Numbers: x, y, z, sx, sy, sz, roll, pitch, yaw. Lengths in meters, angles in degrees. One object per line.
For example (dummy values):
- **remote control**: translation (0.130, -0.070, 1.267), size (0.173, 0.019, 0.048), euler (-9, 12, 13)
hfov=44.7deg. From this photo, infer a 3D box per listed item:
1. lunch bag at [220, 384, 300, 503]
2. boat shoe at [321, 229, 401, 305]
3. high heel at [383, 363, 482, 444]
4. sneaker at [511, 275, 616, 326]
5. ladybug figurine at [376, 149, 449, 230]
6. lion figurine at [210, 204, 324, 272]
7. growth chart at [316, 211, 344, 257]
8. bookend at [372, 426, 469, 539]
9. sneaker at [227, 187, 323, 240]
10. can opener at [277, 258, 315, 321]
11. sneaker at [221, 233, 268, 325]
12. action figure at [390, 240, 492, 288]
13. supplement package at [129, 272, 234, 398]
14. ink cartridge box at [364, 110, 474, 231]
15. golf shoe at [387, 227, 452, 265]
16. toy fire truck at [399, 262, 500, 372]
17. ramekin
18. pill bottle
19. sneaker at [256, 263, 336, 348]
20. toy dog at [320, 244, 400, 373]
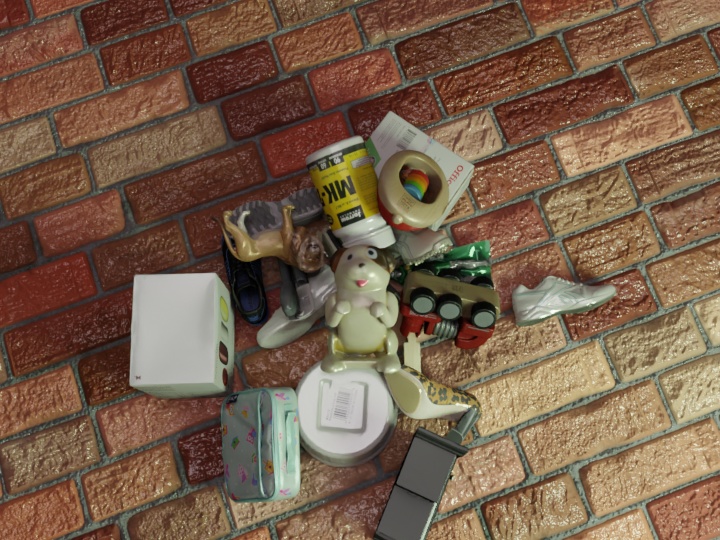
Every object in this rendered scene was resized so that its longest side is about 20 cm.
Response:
- **lunch bag**: translation (-0.172, 0.299, 1.524), size (0.076, 0.159, 0.203), euler (5, 75, -42)
- **boat shoe**: translation (0.000, 0.000, 1.644), size (0.067, 0.072, 0.201), euler (-38, 85, -15)
- **high heel**: translation (0.128, 0.212, 1.564), size (0.200, 0.142, 0.072), euler (43, 119, 6)
- **sneaker**: translation (0.377, 0.044, 1.628), size (0.197, 0.071, 0.081), euler (-12, 73, -2)
- **ladybug figurine**: translation (0.085, -0.134, 1.536), size (0.135, 0.072, 0.200), euler (40, 39, -4)
- **lion figurine**: translation (-0.166, -0.051, 1.572), size (0.197, 0.072, 0.125), euler (-6, 90, -3)
- **growth chart**: translation (-0.001, -0.107, 1.697), size (0.143, 0.018, 0.203), euler (18, 77, 6)
- **bookend**: translation (0.098, 0.380, 1.481), size (0.091, 0.200, 0.201), euler (22, 76, 7)
- **sneaker**: translation (-0.158, -0.090, 1.654), size (0.197, 0.082, 0.076), euler (-14, 65, -2)
- **can opener**: translation (-0.122, 0.015, 1.600), size (0.052, 0.067, 0.201), euler (-21, 39, 5)
- **sneaker**: translation (-0.218, 0.002, 1.642), size (0.069, 0.078, 0.203), euler (-19, 76, -3)
- **action figure**: translation (0.149, 0.006, 1.651), size (0.196, 0.055, 0.120), euler (-3, 79, 4)
- **supplement package**: translation (-0.309, 0.120, 1.552), size (0.144, 0.200, 0.195), euler (-1, 76, 1)
- **ink cartridge box**: translation (0.096, -0.181, 1.664), size (0.199, 0.088, 0.146), euler (33, 74, 11)
- **golf shoe**: translation (0.090, -0.065, 1.588), size (0.078, 0.199, 0.098), euler (-26, 102, -25)
- **toy fire truck**: translation (0.147, 0.113, 1.600), size (0.173, 0.202, 0.130), euler (13, 38, -6)
- **ramekin**: translation (-0.030, 0.247, 1.568), size (0.197, 0.098, 0.204), euler (0, 76, 0)
- **pill bottle**: translation (-0.014, -0.128, 1.573), size (0.113, 0.114, 0.203), euler (-22, 93, -5)
- **sneaker**: translation (-0.121, 0.064, 1.638), size (0.199, 0.076, 0.089), euler (-35, 65, -13)
- **toy dog**: translation (0.010, 0.055, 1.508), size (0.137, 0.194, 0.203), euler (3, 108, 13)
